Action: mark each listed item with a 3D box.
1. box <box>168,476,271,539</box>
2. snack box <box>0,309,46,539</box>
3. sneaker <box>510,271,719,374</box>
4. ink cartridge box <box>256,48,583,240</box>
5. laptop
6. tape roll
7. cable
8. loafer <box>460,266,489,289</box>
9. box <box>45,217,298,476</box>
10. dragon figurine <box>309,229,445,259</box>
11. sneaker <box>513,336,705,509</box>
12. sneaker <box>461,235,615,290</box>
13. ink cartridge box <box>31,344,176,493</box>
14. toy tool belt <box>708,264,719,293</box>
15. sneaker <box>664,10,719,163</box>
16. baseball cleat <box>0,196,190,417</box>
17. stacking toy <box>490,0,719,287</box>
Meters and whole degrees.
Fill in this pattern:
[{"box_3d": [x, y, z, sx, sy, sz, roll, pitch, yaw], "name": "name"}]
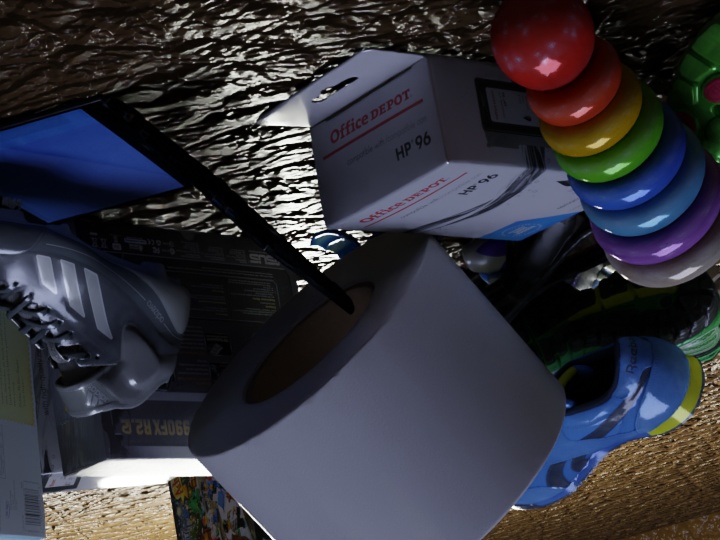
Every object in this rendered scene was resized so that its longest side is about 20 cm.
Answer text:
[{"box_3d": [-0.118, 0.184, 1.672, 0.037, 0.202, 0.136, -1, 162, -34], "name": "box"}, {"box_3d": [-0.236, 0.057, 1.128, 0.037, 0.202, 0.116, -13, 165, 22], "name": "snack box"}, {"box_3d": [0.156, 0.052, 1.322, 0.198, 0.079, 0.085, -8, 147, 26], "name": "sneaker"}, {"box_3d": [0.052, -0.069, 1.122, 0.199, 0.069, 0.116, 3, 160, -39], "name": "ink cartridge box"}, {"box_3d": [-0.124, -0.022, 1.105, 0.103, 0.200, 0.177, -48, 161, 1], "name": "laptop"}, {"box_3d": [0.010, 0.090, 1.206, 0.202, 0.139, 0.203, -40, -166, 12], "name": "tape roll"}, {"box_3d": [0.111, -0.006, 1.283, 0.096, 0.051, 0.201, 17, 130, -23], "name": "cable"}, {"box_3d": [0.048, 0.043, 1.418, 0.200, 0.063, 0.072, -51, -168, -34], "name": "loafer"}, {"box_3d": [-0.117, 0.054, 1.284, 0.048, 0.160, 0.199, -23, 161, 40], "name": "box"}, {"box_3d": [0.000, 0.000, 1.354, 0.058, 0.101, 0.199, -4, -177, -27], "name": "dragon figurine"}, {"box_3d": [0.135, 0.095, 1.276, 0.078, 0.067, 0.200, 21, 143, -26], "name": "sneaker"}, {"box_3d": [0.146, -0.021, 1.334, 0.145, 0.081, 0.200, -13, 171, -8], "name": "sneaker"}, {"box_3d": [-0.219, 0.074, 1.312, 0.198, 0.146, 0.084, -2, 163, -27], "name": "ink cartridge box"}, {"box_3d": [0.222, 0.017, 1.500, 0.123, 0.125, 0.200, -41, 180, -16], "name": "toy tool belt"}, {"box_3d": [0.219, -0.109, 1.116, 0.084, 0.077, 0.200, -49, 178, -35], "name": "sneaker"}, {"box_3d": [-0.175, 0.027, 1.130, 0.069, 0.108, 0.199, -5, 162, 44], "name": "baseball cleat"}, {"box_3d": [0.132, -0.077, 1.037, 0.085, 0.086, 0.200, -17, 138, 25], "name": "stacking toy"}]
